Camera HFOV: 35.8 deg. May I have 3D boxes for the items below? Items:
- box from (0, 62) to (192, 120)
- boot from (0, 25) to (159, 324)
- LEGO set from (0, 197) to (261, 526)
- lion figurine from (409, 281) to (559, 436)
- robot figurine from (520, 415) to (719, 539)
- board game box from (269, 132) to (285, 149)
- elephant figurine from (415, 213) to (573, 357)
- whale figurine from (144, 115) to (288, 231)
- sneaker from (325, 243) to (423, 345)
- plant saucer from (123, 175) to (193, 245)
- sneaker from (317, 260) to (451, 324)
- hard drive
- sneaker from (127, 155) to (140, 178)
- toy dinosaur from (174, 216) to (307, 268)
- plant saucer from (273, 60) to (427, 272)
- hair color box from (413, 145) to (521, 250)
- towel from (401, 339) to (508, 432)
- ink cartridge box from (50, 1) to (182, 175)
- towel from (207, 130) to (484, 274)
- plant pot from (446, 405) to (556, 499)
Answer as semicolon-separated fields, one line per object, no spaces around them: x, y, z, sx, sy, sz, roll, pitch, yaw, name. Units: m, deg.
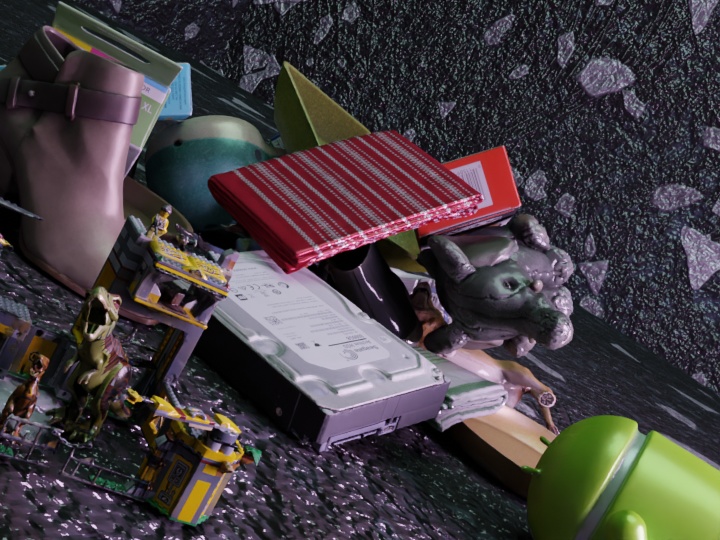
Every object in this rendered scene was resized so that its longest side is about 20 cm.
-0.260;-0.164;1.042;0.197;0.050;0.082;-4;5;-15;box
-0.190;-0.074;0.783;0.199;0.148;0.070;32;10;13;boot
-0.130;0.021;0.533;0.198;0.117;0.154;26;9;-22;LEGO set
0.113;0.096;1.122;0.199;0.073;0.123;36;10;-3;lion figurine
0.201;0.178;0.763;0.199;0.117;0.175;32;13;14;robot figurine
-0.056;-0.082;1.305;0.136;0.034;0.200;59;-5;5;board game box
0.114;0.019;1.004;0.143;0.154;0.200;57;24;5;elephant figurine
-0.140;-0.080;1.165;0.157;0.105;0.200;-13;-23;17;whale figurine
0.000;0.000;1.098;0.107;0.074;0.200;63;-7;-23;sneaker
-0.241;-0.070;0.988;0.198;0.030;0.200;29;9;-5;plant saucer
0.043;0.026;1.269;0.198;0.075;0.087;30;4;-7;sneaker
-0.048;0.049;0.810;0.199;0.038;0.139;37;27;33;hard drive
-0.274;-0.162;1.171;0.070;0.100;0.200;19;12;-42;sneaker
-0.068;-0.018;1.012;0.200;0.105;0.182;44;13;-41;toy dinosaur
-0.017;-0.094;1.175;0.199;0.048;0.202;31;31;-57;plant saucer
0.096;-0.067;1.096;0.200;0.100;0.062;21;52;-86;hair color box
0.013;0.076;0.932;0.198;0.031;0.149;23;7;25;towel
-0.216;-0.134;0.895;0.103;0.060;0.200;28;-16;-15;ink cartridge box
-0.014;-0.064;0.941;0.198;0.023;0.144;-18;41;-30;towel
0.148;0.164;0.967;0.198;0.028;0.200;30;8;-4;plant pot
